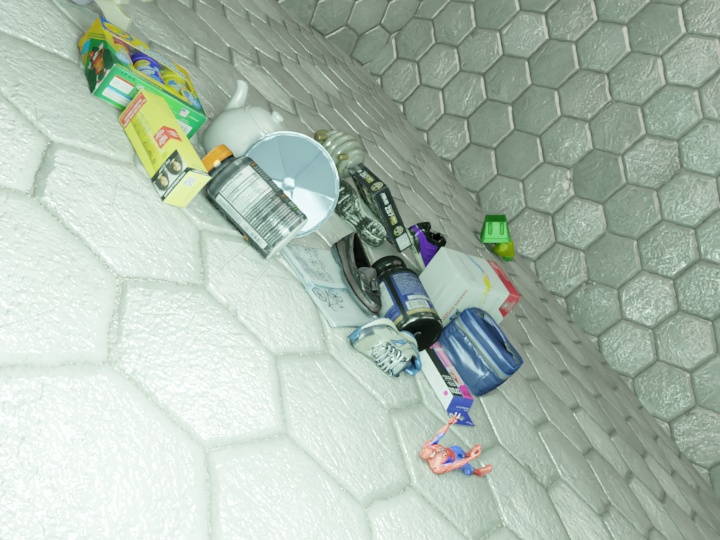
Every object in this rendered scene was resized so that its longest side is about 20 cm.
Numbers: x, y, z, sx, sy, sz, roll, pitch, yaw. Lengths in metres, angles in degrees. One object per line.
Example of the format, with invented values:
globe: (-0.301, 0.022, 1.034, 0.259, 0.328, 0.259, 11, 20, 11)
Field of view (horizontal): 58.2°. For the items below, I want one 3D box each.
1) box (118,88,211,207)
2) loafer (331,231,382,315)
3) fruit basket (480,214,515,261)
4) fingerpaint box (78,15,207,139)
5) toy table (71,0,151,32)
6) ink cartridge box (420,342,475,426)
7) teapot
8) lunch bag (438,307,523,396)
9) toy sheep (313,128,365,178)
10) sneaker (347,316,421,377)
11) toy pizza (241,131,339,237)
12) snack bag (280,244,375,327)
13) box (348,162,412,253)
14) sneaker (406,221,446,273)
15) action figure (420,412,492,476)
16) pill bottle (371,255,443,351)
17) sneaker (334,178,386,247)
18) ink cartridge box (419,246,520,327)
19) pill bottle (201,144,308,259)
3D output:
box: (-0.322, -0.201, 1.057, 0.050, 0.075, 0.200, 13, 39, -58)
loafer: (0.000, 0.000, 1.303, 0.072, 0.063, 0.200, 27, 26, -46)
fruit basket: (0.615, -0.138, 2.901, 0.216, 0.155, 0.217, 1, 90, -79)
fingerpaint box: (-0.396, -0.347, 1.186, 0.200, 0.073, 0.167, 25, 29, -48)
toy table: (-0.495, -0.572, 1.290, 0.117, 0.184, 0.200, 27, 35, -9)
ink cartridge box: (0.174, 0.227, 1.336, 0.095, 0.037, 0.200, 22, 33, -51)
teapot: (-0.206, -0.257, 1.304, 0.200, 0.146, 0.198, 38, 21, -26)
lunch bag: (0.276, 0.174, 1.505, 0.200, 0.132, 0.136, 53, 20, 16)
toy sheep: (-0.056, -0.316, 1.775, 0.200, 0.138, 0.138, 49, 19, 17)
sneaker: (0.055, 0.146, 1.180, 0.200, 0.077, 0.085, 23, 35, -50)
toy pizza: (-0.139, -0.162, 1.226, 0.200, 0.200, 0.032, 43, -10, -12)
snack bag: (-0.055, 0.031, 1.248, 0.200, 0.021, 0.188, 55, 20, 21)
box: (0.051, -0.160, 1.664, 0.161, 0.049, 0.200, 48, -11, 51)
sneaker: (0.193, -0.049, 1.757, 0.201, 0.099, 0.070, 61, 4, -33)
action figure: (0.176, 0.302, 1.101, 0.200, 0.099, 0.065, 21, 31, -48)
pill bottle: (0.086, 0.064, 1.345, 0.112, 0.112, 0.200, 30, 26, -40)
sneaker: (-0.010, -0.144, 1.632, 0.200, 0.074, 0.079, 52, 9, -4)
ink cartridge box: (0.263, 0.054, 1.629, 0.199, 0.146, 0.145, 14, 34, -34)
pill bottle: (-0.194, -0.125, 1.129, 0.200, 0.106, 0.106, 46, 19, -3)
